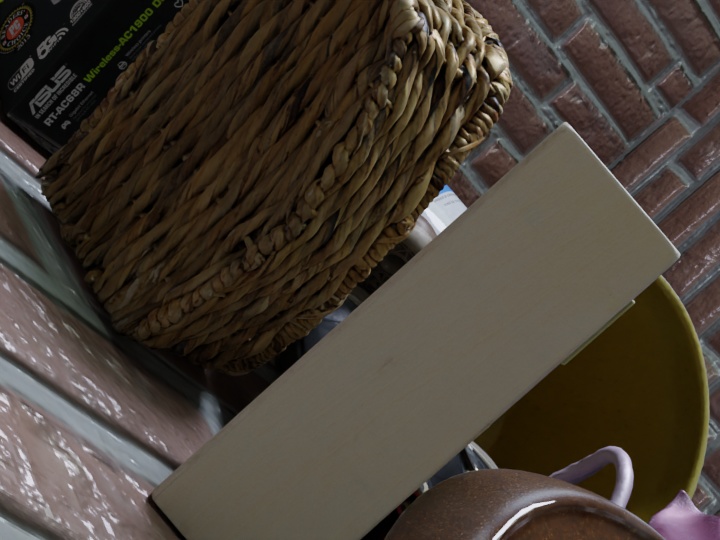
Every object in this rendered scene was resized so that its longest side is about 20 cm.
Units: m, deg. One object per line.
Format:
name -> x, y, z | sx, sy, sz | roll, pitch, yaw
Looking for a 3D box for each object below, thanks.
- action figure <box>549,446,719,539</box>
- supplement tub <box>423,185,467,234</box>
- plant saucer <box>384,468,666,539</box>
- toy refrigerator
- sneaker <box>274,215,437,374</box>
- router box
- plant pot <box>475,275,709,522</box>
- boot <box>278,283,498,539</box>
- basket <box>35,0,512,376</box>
action figure -> 0.118, 0.169, 0.736 | 0.149, 0.134, 0.200 | 53, 40, 5
supplement tub -> 0.066, 0.034, 1.253 | 0.200, 0.132, 0.132 | 49, 6, 12
plant saucer -> 0.086, 0.160, 0.593 | 0.199, 0.034, 0.202 | 25, 48, -30
toy refrigerator -> 0.023, 0.038, 0.617 | 0.070, 0.200, 0.076 | 48, 6, 2
sneaker -> 0.000, 0.000, 0.874 | 0.070, 0.076, 0.200 | 29, -28, -4
router box -> -0.122, -0.175, 0.876 | 0.062, 0.200, 0.150 | 36, 13, -42
plant pot -> 0.079, 0.080, 0.957 | 0.200, 0.201, 0.142 | 46, -20, -23
boot -> 0.019, 0.108, 0.766 | 0.201, 0.073, 0.151 | 60, 10, -15
basket -> -0.019, -0.044, 0.759 | 0.149, 0.200, 0.143 | 28, 20, -51
